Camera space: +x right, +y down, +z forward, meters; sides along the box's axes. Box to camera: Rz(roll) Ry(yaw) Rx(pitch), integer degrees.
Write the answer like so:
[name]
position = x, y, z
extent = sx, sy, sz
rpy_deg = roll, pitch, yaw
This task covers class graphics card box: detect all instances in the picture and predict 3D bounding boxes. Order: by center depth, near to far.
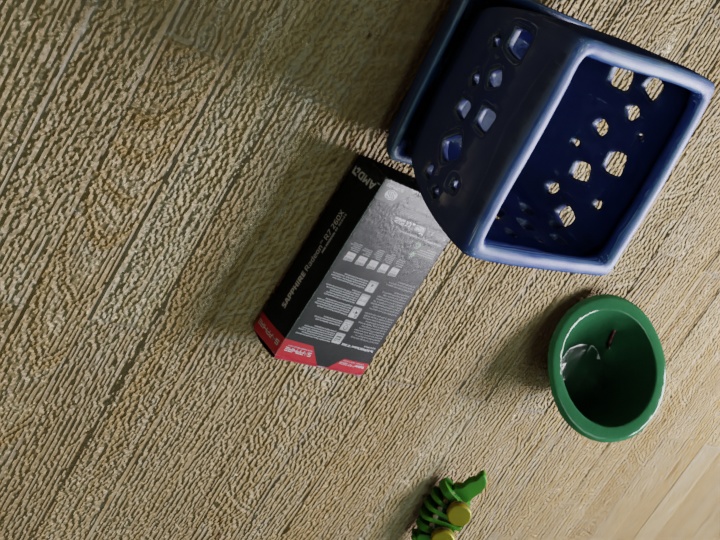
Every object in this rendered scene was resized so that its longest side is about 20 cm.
[graphics card box]
position = 0.000, 0.000, 1.062
extent = 0.125, 0.051, 0.201
rpy_deg = 17, 112, -44

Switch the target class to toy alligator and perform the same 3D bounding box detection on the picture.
[toy alligator]
position = 0.089, 0.320, 1.392
extent = 0.054, 0.059, 0.201
rpy_deg = 27, 110, -4

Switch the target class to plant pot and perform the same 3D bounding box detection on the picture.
[plant pot]
position = 0.149, -0.130, 0.979
extent = 0.199, 0.180, 0.201
rpy_deg = 7, 118, -42

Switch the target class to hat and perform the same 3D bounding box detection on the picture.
[hat]
position = 0.267, 0.130, 1.405
extent = 0.165, 0.176, 0.201
rpy_deg = -22, 96, -21
